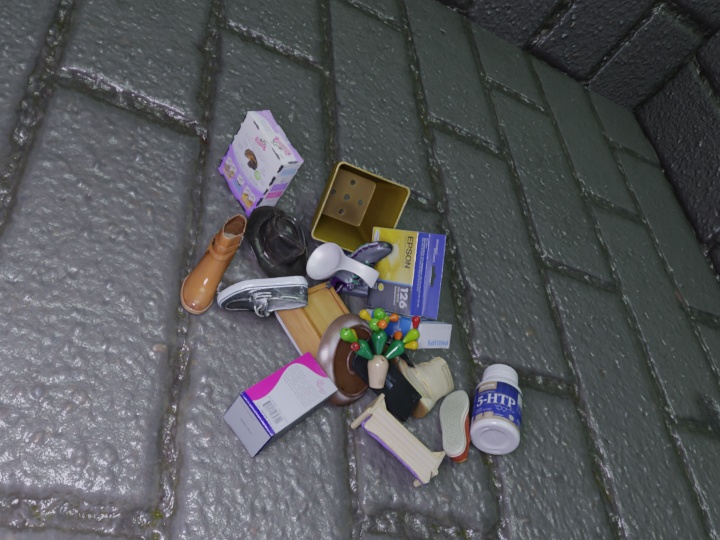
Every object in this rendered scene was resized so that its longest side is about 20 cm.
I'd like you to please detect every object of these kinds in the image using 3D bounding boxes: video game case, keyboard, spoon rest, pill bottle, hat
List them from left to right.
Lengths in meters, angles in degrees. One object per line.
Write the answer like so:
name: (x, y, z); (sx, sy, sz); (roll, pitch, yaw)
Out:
hat: (-0.175, -0.076, 1.633); (0.199, 0.080, 0.203); (26, 51, -36)
spoon rest: (-0.050, -0.012, 1.603); (0.061, 0.198, 0.100); (46, 66, -47)
video game case: (-0.012, -0.017, 1.791); (0.141, 0.019, 0.202); (12, 47, -31)
keyboard: (0.067, 0.224, 1.518); (0.200, 0.020, 0.128); (49, 61, -20)
pill bottle: (0.335, 0.333, 1.683); (0.119, 0.120, 0.201); (32, 40, -11)

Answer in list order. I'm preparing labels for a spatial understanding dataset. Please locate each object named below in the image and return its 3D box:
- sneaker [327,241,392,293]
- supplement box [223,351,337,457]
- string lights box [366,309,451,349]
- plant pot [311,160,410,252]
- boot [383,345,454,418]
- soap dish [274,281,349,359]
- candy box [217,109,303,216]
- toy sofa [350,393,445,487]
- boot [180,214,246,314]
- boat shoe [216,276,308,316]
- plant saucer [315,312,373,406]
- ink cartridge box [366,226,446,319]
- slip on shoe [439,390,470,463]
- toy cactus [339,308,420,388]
sneaker: (0.000, 0.000, 1.649); (0.074, 0.198, 0.089); (21, 54, -45)
supplement box: (-0.156, 0.261, 1.362); (0.102, 0.104, 0.199); (50, 42, 12)
string lights box: (0.108, 0.137, 1.619); (0.102, 0.199, 0.060); (5, 94, -39)
plant pot: (-0.017, -0.168, 1.771); (0.198, 0.202, 0.177); (19, 13, -19)
boot: (0.130, 0.232, 1.642); (0.155, 0.073, 0.201); (-25, 74, -47)
soap dish: (-0.086, 0.126, 1.554); (0.156, 0.081, 0.201); (-19, 69, -47)
candy box: (-0.246, -0.256, 1.670); (0.071, 0.200, 0.169); (-17, 67, -45)
toy sofa: (0.075, 0.372, 1.466); (0.200, 0.083, 0.098); (42, 45, 0)
boot: (-0.306, -0.018, 1.444); (0.073, 0.155, 0.202); (28, 42, -16)
boat shoe: (-0.207, 0.062, 1.468); (0.197, 0.072, 0.072); (-11, 62, -2)
plant saucer: (-0.020, 0.195, 1.492); (0.199, 0.032, 0.204); (-5, 96, -50)
ink cartridge box: (0.104, 0.004, 1.643); (0.047, 0.198, 0.201); (3, 94, -45)
slip on shoe: (0.226, 0.365, 1.619); (0.201, 0.073, 0.062); (-80, 149, -52)
toy cactus: (0.048, 0.164, 1.455); (0.198, 0.101, 0.168); (2, 93, -42)
